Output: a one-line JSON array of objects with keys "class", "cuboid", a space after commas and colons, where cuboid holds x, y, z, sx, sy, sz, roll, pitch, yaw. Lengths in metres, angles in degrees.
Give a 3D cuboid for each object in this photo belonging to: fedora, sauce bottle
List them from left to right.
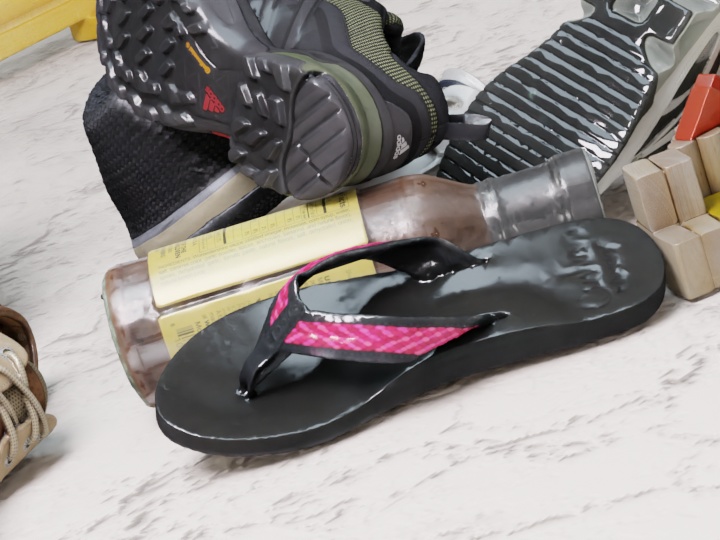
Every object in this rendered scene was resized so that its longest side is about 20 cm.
[{"class": "fedora", "cuboid": [-0.066, -0.073, 1.233, 0.201, 0.092, 0.201, -38, 6, 5]}, {"class": "sauce bottle", "cuboid": [0.000, 0.000, 1.075, 0.200, 0.065, 0.065, -15, 17, 4]}]

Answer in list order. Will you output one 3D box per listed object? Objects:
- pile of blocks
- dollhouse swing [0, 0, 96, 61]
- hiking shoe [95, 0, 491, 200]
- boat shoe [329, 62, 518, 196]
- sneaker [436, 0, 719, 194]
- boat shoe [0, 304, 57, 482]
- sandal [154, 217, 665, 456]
[{"class": "pile of blocks", "cuboid": [0.165, -0.057, 1.082, 0.082, 0.062, 0.200, -9, 19, 28]}, {"class": "dollhouse swing", "cuboid": [-0.191, -0.251, 1.838, 0.182, 0.200, 0.176, -7, 19, 32]}, {"class": "hiking shoe", "cuboid": [-0.036, -0.089, 1.135, 0.101, 0.076, 0.200, -6, 34, -38]}, {"class": "boat shoe", "cuboid": [0.047, -0.057, 1.200, 0.200, 0.066, 0.072, -25, 18, -22]}, {"class": "sneaker", "cuboid": [0.115, -0.076, 1.157, 0.074, 0.089, 0.200, 39, 88, 31]}, {"class": "boat shoe", "cuboid": [-0.160, 0.052, 1.065, 0.072, 0.076, 0.200, -16, 18, -1]}, {"class": "sandal", "cuboid": [0.015, 0.013, 1.007, 0.200, 0.045, 0.075, -18, 45, -3]}]
